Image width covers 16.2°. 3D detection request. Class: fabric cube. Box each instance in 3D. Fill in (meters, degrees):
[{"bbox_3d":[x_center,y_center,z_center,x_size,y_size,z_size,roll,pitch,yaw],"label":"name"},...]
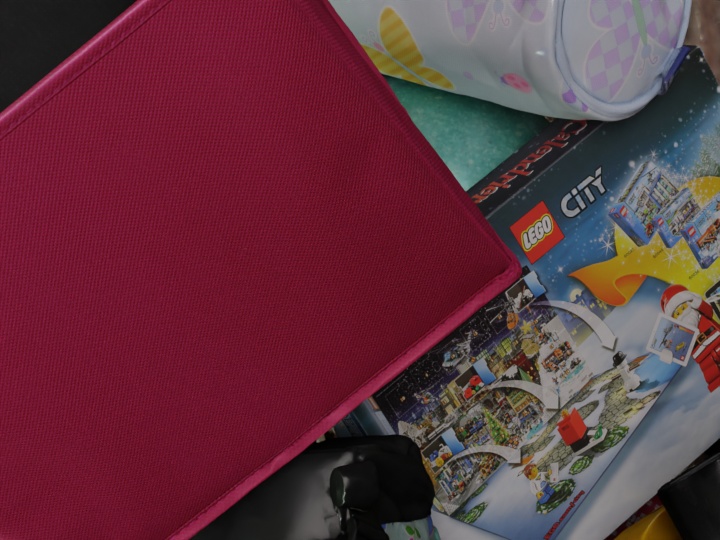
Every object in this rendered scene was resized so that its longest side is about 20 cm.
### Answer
[{"bbox_3d":[-0.103,-0.049,0.842,0.196,0.199,0.200,-39,48,5],"label":"fabric cube"}]

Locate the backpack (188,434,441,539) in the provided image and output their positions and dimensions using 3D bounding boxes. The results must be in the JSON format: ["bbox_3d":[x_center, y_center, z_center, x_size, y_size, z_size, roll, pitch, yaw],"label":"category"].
[{"bbox_3d":[-0.030,0.164,0.914,0.166,0.126,0.201,-8,89,33],"label":"backpack"}]

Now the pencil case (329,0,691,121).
[{"bbox_3d":[0.036,-0.118,0.998,0.200,0.083,0.091,16,70,43],"label":"pencil case"}]

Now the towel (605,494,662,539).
[{"bbox_3d":[0.085,0.174,1.024,0.144,0.023,0.200,29,65,1],"label":"towel"}]

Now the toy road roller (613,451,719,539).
[{"bbox_3d":[0.168,0.117,0.990,0.200,0.146,0.123,-25,82,-46],"label":"toy road roller"}]

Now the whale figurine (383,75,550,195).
[{"bbox_3d":[0.000,0.000,1.037,0.200,0.104,0.159,-32,83,-4],"label":"whale figurine"}]

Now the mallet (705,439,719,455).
[{"bbox_3d":[0.086,0.078,1.036,0.200,0.041,0.066,-29,81,-21],"label":"mallet"}]

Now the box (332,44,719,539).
[{"bbox_3d":[0.084,0.024,0.987,0.200,0.038,0.137,-38,110,-17],"label":"box"}]
